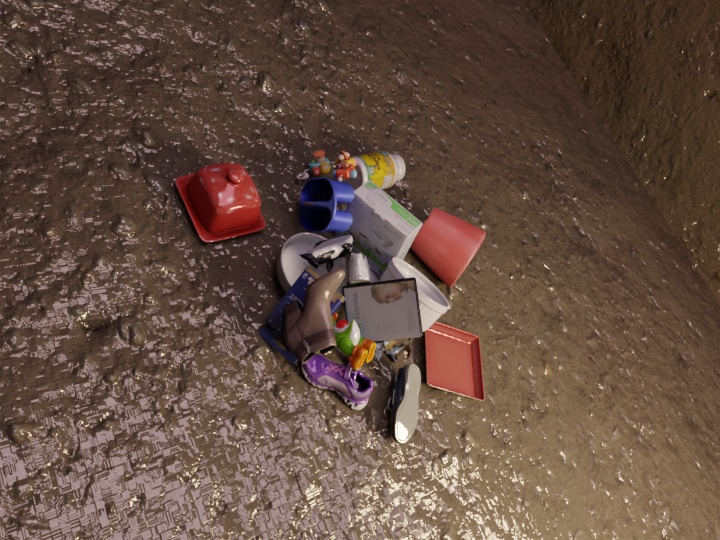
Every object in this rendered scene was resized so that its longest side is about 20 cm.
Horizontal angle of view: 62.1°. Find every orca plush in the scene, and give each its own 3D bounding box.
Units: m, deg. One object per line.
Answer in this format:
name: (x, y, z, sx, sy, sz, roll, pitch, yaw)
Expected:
orca plush: (-0.075, -0.030, 1.507, 0.200, 0.102, 0.073, -44, 129, -66)

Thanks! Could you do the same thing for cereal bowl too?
cereal bowl: (-0.133, 0.010, 1.547, 0.195, 0.083, 0.205, 18, 52, -24)

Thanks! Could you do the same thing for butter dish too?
butter dish: (-0.334, -0.199, 1.504, 0.196, 0.148, 0.203, -17, 72, -40)

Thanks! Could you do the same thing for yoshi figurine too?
yoshi figurine: (-0.067, 0.172, 1.458, 0.197, 0.114, 0.113, 32, 66, 21)

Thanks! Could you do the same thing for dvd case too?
dvd case: (0.053, 0.101, 1.489, 0.017, 0.194, 0.148, -16, 98, -70)

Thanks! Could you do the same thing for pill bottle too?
pill bottle: (0.046, -0.306, 1.855, 0.196, 0.113, 0.115, -18, 71, -40)

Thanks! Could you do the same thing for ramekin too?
ramekin: (0.129, 0.071, 1.574, 0.198, 0.106, 0.201, 36, 15, -11)

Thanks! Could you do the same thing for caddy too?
caddy: (-0.101, -0.175, 1.618, 0.102, 0.198, 0.147, 3, 93, -34)

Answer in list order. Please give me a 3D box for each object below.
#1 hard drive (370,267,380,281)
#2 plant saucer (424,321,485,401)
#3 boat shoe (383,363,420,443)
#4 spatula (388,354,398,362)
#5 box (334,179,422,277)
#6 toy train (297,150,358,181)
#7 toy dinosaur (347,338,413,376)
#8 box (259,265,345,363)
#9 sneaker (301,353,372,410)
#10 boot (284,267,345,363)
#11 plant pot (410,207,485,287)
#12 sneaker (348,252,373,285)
hard drive: (0.095, 0.050, 1.714, 0.131, 0.025, 0.202, -29, 79, -42)
plant saucer: (0.256, 0.256, 1.681, 0.195, 0.037, 0.205, 19, 52, -22)
boat shoe: (0.104, 0.334, 1.507, 0.074, 0.061, 0.205, 30, 56, -34)
spatula: (0.040, 0.163, 1.605, 0.056, 0.021, 0.202, -31, 82, -44)
box: (0.045, -0.112, 1.660, 0.199, 0.179, 0.096, 40, 44, 13)
toy train: (-0.086, -0.305, 1.719, 0.150, 0.194, 0.057, -47, 134, -50)
toy dinosaur: (0.048, 0.202, 1.557, 0.175, 0.108, 0.201, 1, 27, -11)
box: (-0.142, 0.106, 1.422, 0.120, 0.032, 0.202, 37, 85, 11)
sneaker: (-0.049, 0.253, 1.442, 0.197, 0.089, 0.082, 33, 49, -10)
boot: (-0.089, 0.109, 1.352, 0.070, 0.198, 0.149, 24, 34, -57)
plant pot: (0.256, -0.082, 1.809, 0.175, 0.202, 0.201, 35, 47, 3)
sneaker: (0.000, 0.000, 1.575, 0.068, 0.200, 0.083, -5, 82, -1)
